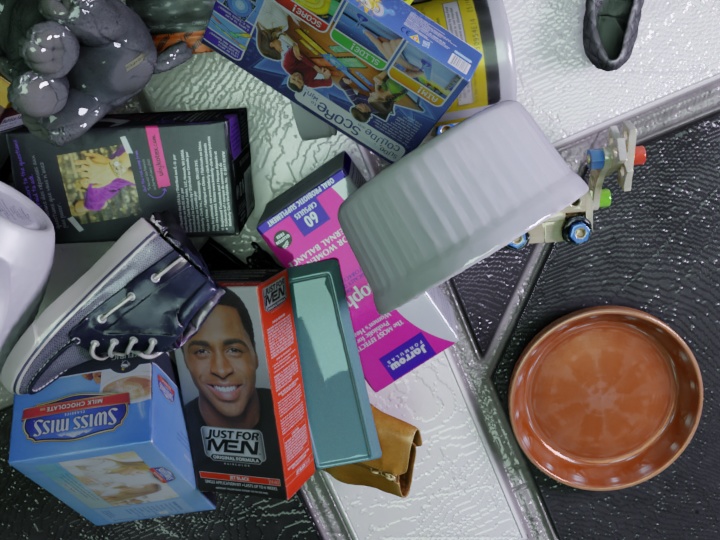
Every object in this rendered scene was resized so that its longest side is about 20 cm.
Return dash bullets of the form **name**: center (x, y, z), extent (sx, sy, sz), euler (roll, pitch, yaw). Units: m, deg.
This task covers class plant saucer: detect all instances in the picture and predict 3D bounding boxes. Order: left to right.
- **plant saucer**: center (-0.034, 0.092, 0.869), extent (0.069, 0.019, 0.201), euler (-11, 102, 6)
- **plant saucer**: center (0.253, 0.132, 0.972), extent (0.199, 0.032, 0.202), euler (0, 105, 2)

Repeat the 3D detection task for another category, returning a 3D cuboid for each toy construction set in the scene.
- **toy construction set**: center (0.168, -0.087, 0.891), extent (0.199, 0.092, 0.132), euler (-1, 105, 13)

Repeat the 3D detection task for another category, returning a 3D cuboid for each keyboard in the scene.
- **keyboard**: center (-0.083, 0.037, 0.960), extent (0.200, 0.040, 0.104), euler (38, 126, -10)

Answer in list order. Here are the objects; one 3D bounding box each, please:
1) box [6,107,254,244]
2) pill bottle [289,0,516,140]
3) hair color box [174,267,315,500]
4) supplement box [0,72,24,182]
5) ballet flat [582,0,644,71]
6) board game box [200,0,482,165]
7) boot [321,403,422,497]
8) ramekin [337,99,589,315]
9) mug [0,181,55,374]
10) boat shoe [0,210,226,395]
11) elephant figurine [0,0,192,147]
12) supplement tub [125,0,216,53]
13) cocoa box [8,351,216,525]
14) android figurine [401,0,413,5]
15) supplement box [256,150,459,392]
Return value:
- **box**: center (-0.207, -0.091, 0.875), extent (0.199, 0.122, 0.107), euler (-2, 106, 2)
- **pill bottle**: center (0.035, -0.183, 0.850), extent (0.199, 0.114, 0.115), euler (-10, 104, 3)
- **hair color box**: center (-0.108, 0.102, 0.850), extent (0.101, 0.061, 0.201), euler (-1, 104, 25)
- **supplement box**: center (-0.422, -0.149, 0.858), extent (0.197, 0.133, 0.200), euler (35, 103, -7)
- **ballet flat**: center (0.239, -0.284, 0.849), extent (0.066, 0.057, 0.201), euler (-1, 105, 0)
- **board game box**: center (-0.020, -0.176, 0.738), extent (0.199, 0.035, 0.135), euler (32, 148, -7)
- **boot**: center (-0.011, 0.136, 0.921), extent (0.143, 0.071, 0.202), euler (11, 131, 24)
- **ramekin**: center (0.077, -0.055, 0.771), extent (0.200, 0.200, 0.098), euler (-32, 89, 9)
- **mug**: center (-0.329, 0.025, 0.757), extent (0.147, 0.200, 0.176), euler (29, 101, -38)
- **boat shoe**: center (-0.202, 0.050, 0.774), extent (0.093, 0.075, 0.200), euler (44, 93, 7)
- **elephant figurine**: center (-0.274, -0.205, 0.760), extent (0.200, 0.155, 0.142), euler (35, 83, 27)
- **supplement tub**: center (-0.154, -0.294, 0.821), extent (0.122, 0.123, 0.201), euler (-6, 104, 3)
- **cocoa box**: center (-0.224, 0.146, 0.883), extent (0.133, 0.132, 0.200), euler (-9, 149, 4)
- **android figurine**: center (-0.030, -0.251, 0.725), extent (0.199, 0.041, 0.182), euler (11, 143, 37)
- **supplement box**: center (0.000, 0.000, 0.906), extent (0.101, 0.103, 0.200), euler (-34, 103, 9)
